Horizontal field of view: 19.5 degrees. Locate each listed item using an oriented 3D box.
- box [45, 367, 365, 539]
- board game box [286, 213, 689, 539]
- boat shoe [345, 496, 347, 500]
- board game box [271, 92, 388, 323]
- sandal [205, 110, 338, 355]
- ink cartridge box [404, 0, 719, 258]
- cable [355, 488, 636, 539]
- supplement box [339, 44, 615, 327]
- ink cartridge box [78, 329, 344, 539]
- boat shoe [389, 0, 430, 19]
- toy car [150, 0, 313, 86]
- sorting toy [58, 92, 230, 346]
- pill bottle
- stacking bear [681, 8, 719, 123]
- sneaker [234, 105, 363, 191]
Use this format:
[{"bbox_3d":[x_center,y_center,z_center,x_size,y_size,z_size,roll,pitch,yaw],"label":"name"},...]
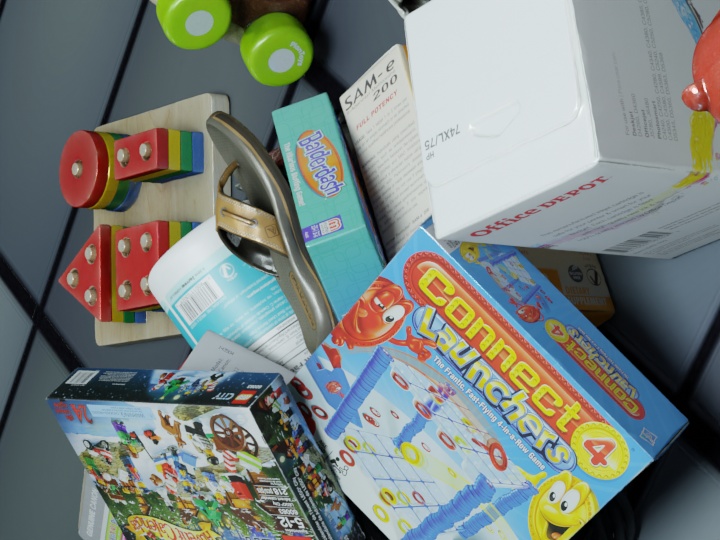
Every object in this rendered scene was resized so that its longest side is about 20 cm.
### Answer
[{"bbox_3d":[-0.105,0.131,1.394,0.200,0.038,0.137,-1,123,43],"label":"box"},{"bbox_3d":[0.068,0.091,1.311,0.200,0.056,0.196,45,128,8],"label":"board game box"},{"bbox_3d":[-0.073,0.121,1.637,0.063,0.074,0.201,-36,64,36],"label":"boat shoe"},{"bbox_3d":[0.000,0.000,1.447,0.152,0.045,0.200,-105,-6,-48],"label":"board game box"},{"bbox_3d":[-0.071,-0.023,1.498,0.082,0.055,0.200,129,118,-75],"label":"sandal"},{"bbox_3d":[0.153,-0.100,1.254,0.147,0.200,0.146,-25,68,49],"label":"ink cartridge box"},{"bbox_3d":[0.086,0.160,1.403,0.200,0.051,0.163,-22,91,23],"label":"cable"},{"bbox_3d":[0.078,-0.046,1.410,0.074,0.126,0.200,-40,58,43],"label":"supplement box"},{"bbox_3d":[-0.105,0.149,1.516,0.176,0.084,0.200,26,136,11],"label":"ink cartridge box"},{"bbox_3d":[0.045,-0.212,1.515,0.200,0.066,0.072,57,130,38],"label":"boat shoe"},{"bbox_3d":[-0.074,-0.277,1.625,0.200,0.158,0.164,-53,38,21],"label":"toy car"},{"bbox_3d":[-0.195,-0.041,1.815,0.199,0.070,0.200,-10,80,52],"label":"sorting toy"},{"bbox_3d":[-0.061,0.054,1.566,0.200,0.111,0.111,54,133,6],"label":"pill bottle"},{"bbox_3d":[0.258,-0.104,1.115,0.121,0.200,0.114,-33,62,46],"label":"stacking bear"},{"bbox_3d":[-0.034,-0.076,1.606,0.098,0.071,0.200,-45,11,-13],"label":"sneaker"}]
